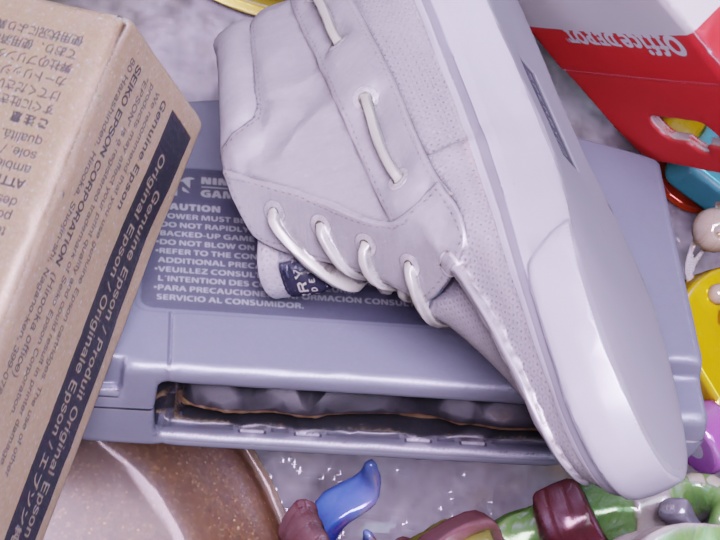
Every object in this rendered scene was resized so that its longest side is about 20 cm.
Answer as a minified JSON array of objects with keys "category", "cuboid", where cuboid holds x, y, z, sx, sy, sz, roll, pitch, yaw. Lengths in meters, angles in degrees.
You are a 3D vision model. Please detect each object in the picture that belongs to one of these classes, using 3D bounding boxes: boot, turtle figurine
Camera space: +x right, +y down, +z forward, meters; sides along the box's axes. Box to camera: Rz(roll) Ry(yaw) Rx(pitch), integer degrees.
[{"category":"boot","cuboid":[0.019,-0.008,0.648,0.095,0.074,0.200,-28,54,14]},{"category":"turtle figurine","cuboid":[0.077,0.128,0.650,0.144,0.194,0.200,-33,95,-13]}]

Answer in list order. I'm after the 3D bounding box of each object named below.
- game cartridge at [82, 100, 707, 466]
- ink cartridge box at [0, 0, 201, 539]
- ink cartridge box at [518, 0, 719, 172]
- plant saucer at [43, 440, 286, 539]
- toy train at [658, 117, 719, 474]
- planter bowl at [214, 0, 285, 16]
[{"category":"game cartridge","cuboid":[0.000,0.000,0.708,0.199,0.042,0.133,4,37,-6]},{"category":"ink cartridge box","cuboid":[-0.167,-0.004,0.635,0.199,0.075,0.165,15,74,19]},{"category":"ink cartridge box","cuboid":[0.070,-0.121,0.677,0.067,0.116,0.200,-45,109,-9]},{"category":"plant saucer","cuboid":[-0.116,0.110,0.692,0.200,0.037,0.201,3,78,-15]},{"category":"toy train","cuboid":[0.160,0.008,0.788,0.150,0.056,0.201,-4,81,-23]},{"category":"planter bowl","cuboid":[-0.005,-0.188,0.761,0.200,0.083,0.201,3,77,-15]}]
